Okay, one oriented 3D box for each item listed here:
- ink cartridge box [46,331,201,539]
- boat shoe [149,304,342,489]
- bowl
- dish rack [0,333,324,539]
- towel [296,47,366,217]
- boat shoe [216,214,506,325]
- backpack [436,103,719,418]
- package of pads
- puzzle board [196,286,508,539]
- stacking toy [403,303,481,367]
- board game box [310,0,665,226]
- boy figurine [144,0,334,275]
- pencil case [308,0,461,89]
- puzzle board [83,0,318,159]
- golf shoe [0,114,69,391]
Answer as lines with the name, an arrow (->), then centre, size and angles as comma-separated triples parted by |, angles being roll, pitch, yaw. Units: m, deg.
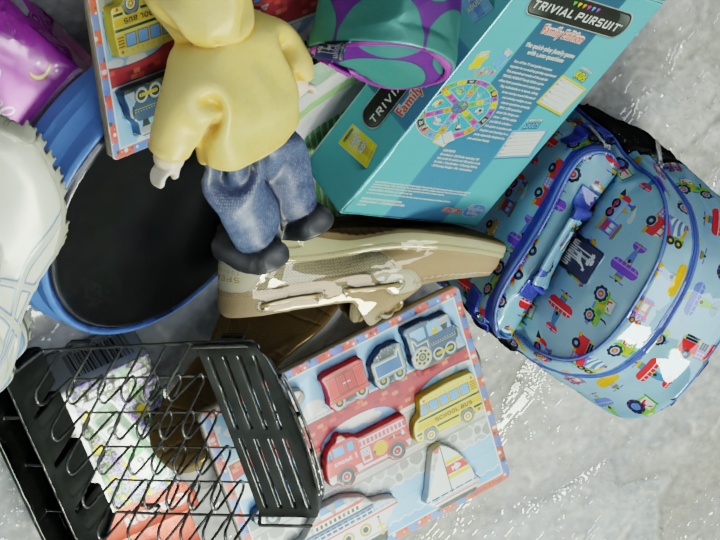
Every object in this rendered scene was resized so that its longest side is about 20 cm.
ink cartridge box -> -0.174, 0.146, 1.215 | 0.108, 0.050, 0.201 | -23, 124, -14
boat shoe -> -0.066, 0.061, 1.207 | 0.200, 0.071, 0.069 | -50, 152, -15
bowl -> -0.130, -0.048, 1.088 | 0.200, 0.039, 0.201 | -35, 145, -29
dish rack -> -0.124, 0.111, 1.093 | 0.199, 0.055, 0.154 | -4, 122, 26
towel -> 0.023, -0.104, 1.136 | 0.152, 0.023, 0.200 | -32, 154, -12
boat shoe -> 0.000, 0.000, 1.151 | 0.199, 0.071, 0.065 | 0, 100, -21
backpack -> 0.162, -0.005, 1.209 | 0.134, 0.200, 0.183 | 24, 105, -35
package of pads -> -0.257, -0.079, 1.032 | 0.120, 0.076, 0.200 | 34, 98, -39
puzzle board -> 0.002, 0.119, 1.182 | 0.199, 0.017, 0.152 | -26, 112, -20
stacking toy -> 0.005, 0.125, 1.287 | 0.085, 0.086, 0.201 | 16, 115, -33
board game box -> 0.078, -0.118, 1.106 | 0.151, 0.047, 0.200 | 3, 132, -53
boy figurine -> -0.076, -0.094, 0.987 | 0.124, 0.064, 0.201 | -41, 130, -30
pencil case -> 0.015, -0.209, 1.005 | 0.085, 0.092, 0.202 | 14, 79, -64
puzzle board -> -0.073, -0.165, 1.020 | 0.199, 0.017, 0.152 | -27, 124, -37
golf shoe -> -0.215, 0.011, 0.983 | 0.078, 0.097, 0.201 | 15, 122, 1
